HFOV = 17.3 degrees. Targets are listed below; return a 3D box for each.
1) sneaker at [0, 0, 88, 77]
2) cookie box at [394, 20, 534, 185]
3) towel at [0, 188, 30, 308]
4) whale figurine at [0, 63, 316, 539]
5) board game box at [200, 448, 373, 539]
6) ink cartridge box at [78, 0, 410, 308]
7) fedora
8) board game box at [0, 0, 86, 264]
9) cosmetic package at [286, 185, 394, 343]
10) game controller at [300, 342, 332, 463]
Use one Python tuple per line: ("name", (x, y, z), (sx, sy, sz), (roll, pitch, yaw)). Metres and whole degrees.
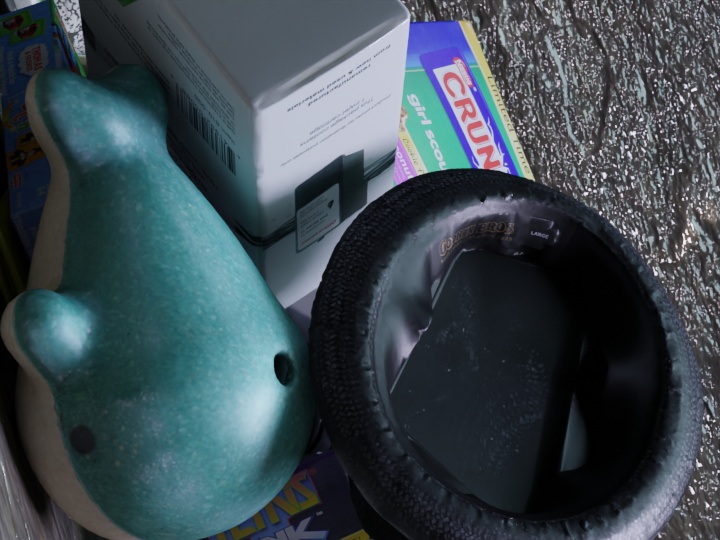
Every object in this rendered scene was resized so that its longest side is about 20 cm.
("sneaker", (-0.152, -0.138, 1.354), (0.200, 0.088, 0.077), (102, -27, -88))
("cookie box", (0.018, -0.052, 1.362), (0.200, 0.075, 0.172), (-12, 77, -57))
("towel", (-0.150, 0.001, 1.099), (0.200, 0.018, 0.086), (-104, 174, -79))
("whale figurine", (-0.079, 0.011, 0.971), (0.159, 0.104, 0.201), (-9, 89, -57))
("board game box", (-0.014, 0.147, 1.140), (0.165, 0.200, 0.057), (77, -13, -61))
("ink cartridge box", (-0.055, -0.090, 1.050), (0.147, 0.083, 0.200), (51, -18, 19))
("fedora", (0.050, 0.057, 1.019), (0.092, 0.200, 0.201), (-50, -131, 51))
("board game box", (-0.129, -0.019, 1.127), (0.200, 0.037, 0.152), (-106, 176, -57))
("cosmetic package", (0.000, 0.000, 1.199), (0.200, 0.085, 0.108), (30, -8, 10))
("game controller", (-0.073, 0.070, 1.327), (0.200, 0.042, 0.105), (-28, -114, 53))
